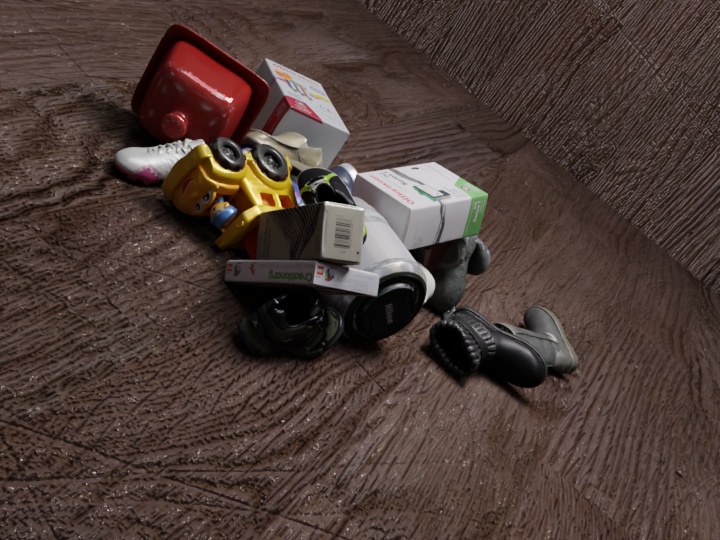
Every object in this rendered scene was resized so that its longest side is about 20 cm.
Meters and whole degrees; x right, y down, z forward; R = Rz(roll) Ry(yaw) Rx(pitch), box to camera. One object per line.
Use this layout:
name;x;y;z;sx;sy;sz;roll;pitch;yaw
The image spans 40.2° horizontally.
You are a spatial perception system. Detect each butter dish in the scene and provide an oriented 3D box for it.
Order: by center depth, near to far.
butter dish;-0.283;-0.264;1.618;0.199;0.200;0.148;34;33;-8

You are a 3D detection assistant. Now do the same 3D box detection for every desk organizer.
desk organizer;0.071;-0.072;1.791;0.077;0.072;0.200;-21;48;-38

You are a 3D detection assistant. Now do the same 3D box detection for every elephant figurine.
elephant figurine;0.169;-0.036;1.814;0.155;0.201;0.142;35;22;-5

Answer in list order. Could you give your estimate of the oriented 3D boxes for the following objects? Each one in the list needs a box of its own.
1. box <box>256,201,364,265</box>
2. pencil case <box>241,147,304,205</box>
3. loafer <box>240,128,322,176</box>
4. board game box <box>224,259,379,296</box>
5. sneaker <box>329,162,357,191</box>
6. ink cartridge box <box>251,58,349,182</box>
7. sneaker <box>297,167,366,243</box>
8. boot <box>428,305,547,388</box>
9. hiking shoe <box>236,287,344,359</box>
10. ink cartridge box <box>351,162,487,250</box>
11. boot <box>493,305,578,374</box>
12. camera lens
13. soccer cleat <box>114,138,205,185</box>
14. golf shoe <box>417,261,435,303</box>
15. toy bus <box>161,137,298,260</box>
box;-0.074;-0.048;1.404;0.068;0.083;0.199;8;-7;-32
pencil case;-0.142;-0.129;1.683;0.199;0.087;0.078;38;2;7
loafer;-0.139;-0.219;1.771;0.075;0.069;0.199;8;-8;35
board game box;-0.086;0.011;1.418;0.126;0.035;0.199;13;-8;-44
sneaker;-0.021;-0.087;1.742;0.108;0.070;0.201;-24;83;-42
ink cartridge box;-0.140;-0.285;1.909;0.144;0.145;0.201;19;28;-35
sneaker;-0.045;-0.113;1.493;0.200;0.071;0.083;54;-9;43
boot;0.219;0.147;1.694;0.210;0.080;0.158;32;16;10
hiking shoe;-0.075;0.071;1.378;0.199;0.101;0.076;-4;59;-54
ink cartridge box;0.098;-0.113;1.700;0.199;0.085;0.146;-13;37;-42
boot;0.319;0.128;1.911;0.199;0.073;0.182;8;34;-38
camera lens;0.000;0.000;1.553;0.159;0.160;0.201;13;33;-44
soccer cleat;-0.296;-0.179;1.558;0.199;0.087;0.070;5;38;-50
golf shoe;0.039;-0.010;1.679;0.199;0.076;0.092;36;27;0
toy bus;-0.184;-0.089;1.526;0.199;0.135;0.193;5;55;-49
